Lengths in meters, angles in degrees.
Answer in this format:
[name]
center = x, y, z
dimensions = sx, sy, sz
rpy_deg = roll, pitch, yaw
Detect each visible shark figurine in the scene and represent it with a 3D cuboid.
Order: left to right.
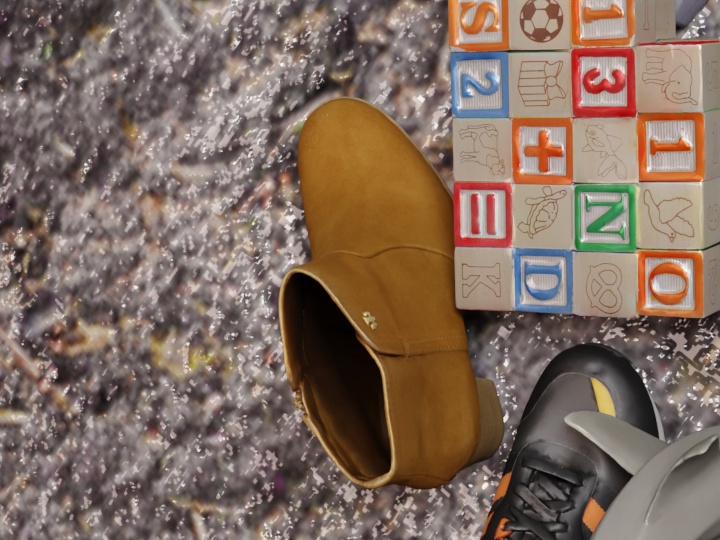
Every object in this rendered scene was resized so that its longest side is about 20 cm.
[shark figurine]
center = 0.122, 0.110, 0.685
dimensions = 0.128, 0.090, 0.215
rpy_deg = 30, 54, 9

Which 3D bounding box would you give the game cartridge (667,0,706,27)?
[game cartridge]
center = 0.136, -0.220, 0.802
dimensions = 0.133, 0.040, 0.201
rpy_deg = 21, 94, 21

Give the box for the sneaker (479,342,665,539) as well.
[sneaker]
center = 0.080, 0.130, 0.763
dimensions = 0.070, 0.090, 0.201
rpy_deg = 14, 91, 25

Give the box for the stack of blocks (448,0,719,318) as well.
[stack of blocks]
center = 0.102, -0.083, 0.767
dimensions = 0.115, 0.059, 0.201
rpy_deg = 1, 98, 28

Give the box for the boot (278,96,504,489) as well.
[boot]
center = 0.000, 0.001, 0.783
dimensions = 0.071, 0.144, 0.202
rpy_deg = -27, 75, 19
